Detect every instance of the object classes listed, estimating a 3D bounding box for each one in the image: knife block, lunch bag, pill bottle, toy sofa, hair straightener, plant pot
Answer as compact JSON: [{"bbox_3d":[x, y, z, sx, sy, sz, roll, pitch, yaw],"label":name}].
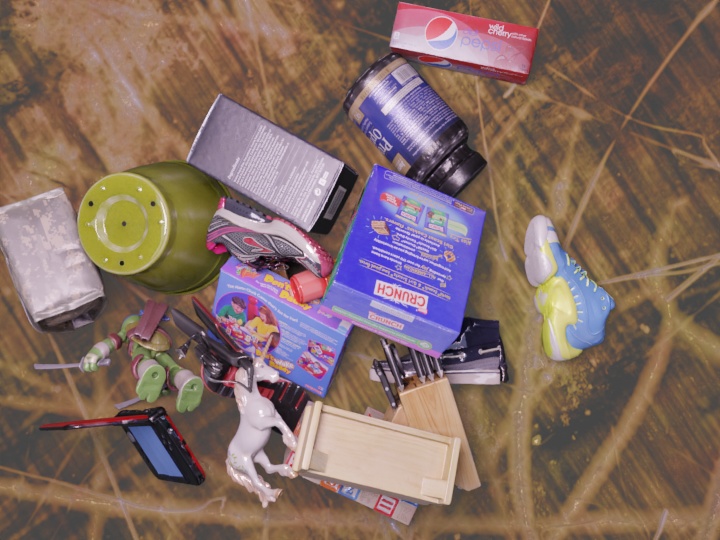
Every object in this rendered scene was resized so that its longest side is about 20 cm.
[{"bbox_3d":[0.100,0.170,1.023,0.197,0.064,0.178,26,95,-6],"label":"knife block"},{"bbox_3d":[-0.436,-0.003,1.094,0.116,0.200,0.167,-22,85,-19],"label":"lunch bag"},{"bbox_3d":[0.078,-0.191,1.060,0.112,0.112,0.200,-43,85,6],"label":"pill bottle"},{"bbox_3d":[0.018,0.231,0.959,0.196,0.098,0.084,15,71,-6],"label":"toy sofa"},{"bbox_3d":[-0.209,0.109,1.044,0.076,0.041,0.199,-29,47,-25],"label":"hair straightener"},{"bbox_3d":[-0.291,-0.061,1.072,0.196,0.193,0.205,0,92,7],"label":"plant pot"}]

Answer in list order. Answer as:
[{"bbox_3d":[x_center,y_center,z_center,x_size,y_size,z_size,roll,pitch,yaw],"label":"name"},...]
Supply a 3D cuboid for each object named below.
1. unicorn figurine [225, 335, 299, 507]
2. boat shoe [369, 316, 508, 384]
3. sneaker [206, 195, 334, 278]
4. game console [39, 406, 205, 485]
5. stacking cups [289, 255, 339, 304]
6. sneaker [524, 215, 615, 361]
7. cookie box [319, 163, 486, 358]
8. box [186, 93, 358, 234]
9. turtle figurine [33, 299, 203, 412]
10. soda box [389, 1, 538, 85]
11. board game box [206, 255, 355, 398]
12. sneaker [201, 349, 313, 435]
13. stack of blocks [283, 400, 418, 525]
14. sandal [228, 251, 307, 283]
[{"bbox_3d":[-0.131,0.211,1.030,0.136,0.074,0.202,32,99,20],"label":"unicorn figurine"},{"bbox_3d":[0.110,0.112,1.090,0.195,0.075,0.095,0,87,-1],"label":"boat shoe"},{"bbox_3d":[-0.120,-0.030,1.032,0.197,0.081,0.076,22,83,29],"label":"sneaker"},{"bbox_3d":[-0.330,0.251,1.060,0.118,0.199,0.174,-36,100,-32],"label":"game console"},{"bbox_3d":[0.000,0.000,1.061,0.197,0.060,0.062,-23,89,-19],"label":"stacking cups"},{"bbox_3d":[0.291,0.019,1.065,0.103,0.076,0.204,-10,97,-5],"label":"sneaker"},{"bbox_3d":[0.058,-0.014,0.988,0.168,0.076,0.202,22,54,-4],"label":"cookie box"},{"bbox_3d":[-0.117,-0.142,1.069,0.198,0.148,0.106,30,95,5],"label":"box"},{"bbox_3d":[-0.320,0.155,1.097,0.199,0.193,0.146,-38,125,-21],"label":"turtle figurine"},{"bbox_3d":[0.143,-0.315,1.069,0.196,0.070,0.065,13,92,7],"label":"soda box"},{"bbox_3d":[-0.114,0.080,1.092,0.197,0.045,0.136,27,130,6],"label":"board game box"},{"bbox_3d":[-0.144,0.168,1.123,0.199,0.087,0.074,36,90,-19],"label":"sneaker"},{"bbox_3d":[0.002,0.258,1.088,0.197,0.059,0.117,25,95,-6],"label":"stack of blocks"},{"bbox_3d":[-0.101,0.002,1.100,0.199,0.055,0.082,42,56,3],"label":"sandal"}]
